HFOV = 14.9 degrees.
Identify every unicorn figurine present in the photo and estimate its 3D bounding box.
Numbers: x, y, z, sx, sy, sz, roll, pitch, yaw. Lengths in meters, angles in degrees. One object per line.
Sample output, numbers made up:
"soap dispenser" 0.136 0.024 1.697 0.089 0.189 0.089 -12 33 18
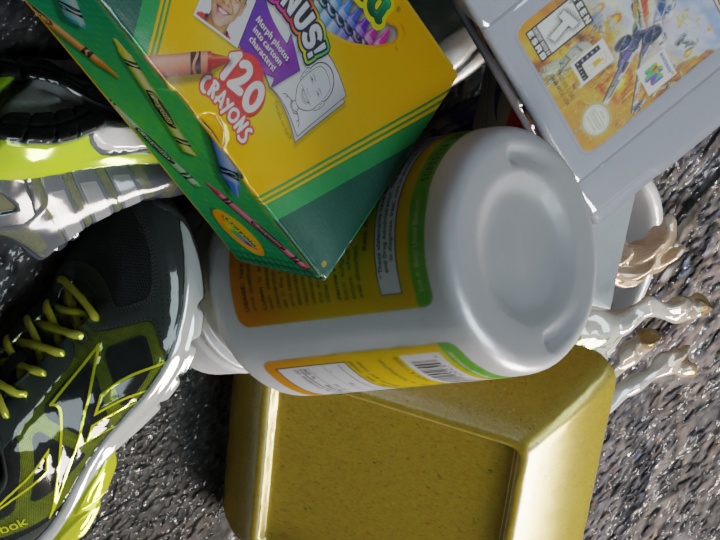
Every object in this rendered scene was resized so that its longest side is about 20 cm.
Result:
"unicorn figurine" 0.120 0.059 1.477 0.137 0.074 0.201 -24 127 -21

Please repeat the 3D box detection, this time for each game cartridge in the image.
"game cartridge" 0.118 -0.121 1.243 0.133 0.042 0.200 -36 137 0

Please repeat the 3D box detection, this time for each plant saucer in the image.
"plant saucer" 0.019 0.102 1.412 0.049 0.199 0.201 -62 164 -46

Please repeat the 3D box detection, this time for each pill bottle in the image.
"pill bottle" 0.000 0.000 1.271 0.111 0.199 0.112 9 78 -47

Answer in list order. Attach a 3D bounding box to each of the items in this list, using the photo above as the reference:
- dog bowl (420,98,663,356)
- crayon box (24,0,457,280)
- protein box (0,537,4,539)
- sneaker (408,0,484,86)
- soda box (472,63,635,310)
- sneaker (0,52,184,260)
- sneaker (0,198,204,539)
"dog bowl" 0.068 0.007 1.487 0.200 0.079 0.201 -32 144 -27
"crayon box" -0.051 -0.105 1.154 0.119 0.058 0.200 -57 133 -21
"protein box" -0.278 0.144 1.108 0.201 0.135 0.199 -58 149 -7
"sneaker" 0.056 -0.174 1.305 0.080 0.070 0.201 31 95 -43
"soda box" 0.102 -0.085 1.358 0.068 0.063 0.201 13 89 -29
"sneaker" -0.123 -0.049 1.208 0.199 0.074 0.081 0 133 -45
"sneaker" -0.140 0.051 1.274 0.084 0.074 0.201 6 115 -46
